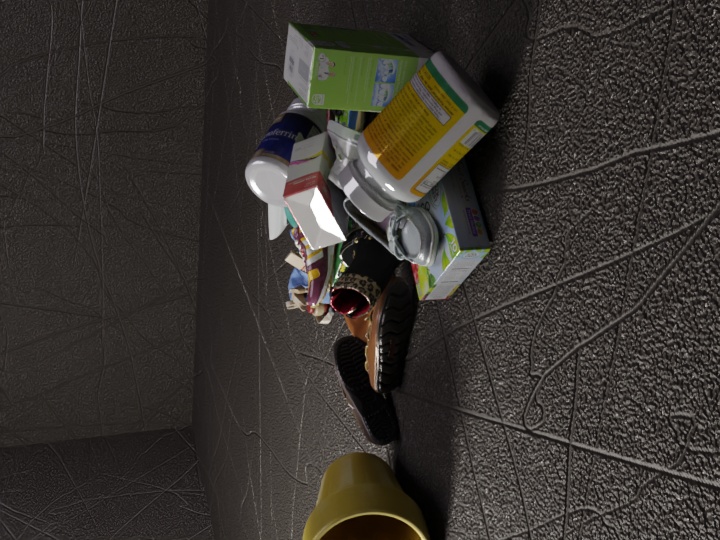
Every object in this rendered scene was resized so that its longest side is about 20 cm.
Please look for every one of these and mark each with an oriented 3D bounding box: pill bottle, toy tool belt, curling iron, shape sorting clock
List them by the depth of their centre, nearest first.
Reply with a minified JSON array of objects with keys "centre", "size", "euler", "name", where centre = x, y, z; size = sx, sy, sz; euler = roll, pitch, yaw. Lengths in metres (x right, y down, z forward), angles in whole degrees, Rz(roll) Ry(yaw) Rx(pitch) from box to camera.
[{"centre":[0.066,-0.159,0.888],"size":[0.200,0.112,0.114],"euler":[-44,43,21],"name":"pill bottle"},{"centre":[-0.055,-0.235,1.317],"size":[0.050,0.025,0.205],"euler":[-117,31,-65],"name":"curling iron"},{"centre":[-0.024,-0.253,1.327],"size":[0.200,0.038,0.206],"euler":[-179,90,-75],"name":"shape sorting clock"},{"centre":[-0.130,-0.229,1.358],"size":[0.203,0.114,0.116],"euler":[-66,4,-35],"name":"pill bottle"},{"centre":[-0.111,0.025,1.469],"size":[0.202,0.120,0.127],"euler":[112,149,-47],"name":"toy tool belt"}]

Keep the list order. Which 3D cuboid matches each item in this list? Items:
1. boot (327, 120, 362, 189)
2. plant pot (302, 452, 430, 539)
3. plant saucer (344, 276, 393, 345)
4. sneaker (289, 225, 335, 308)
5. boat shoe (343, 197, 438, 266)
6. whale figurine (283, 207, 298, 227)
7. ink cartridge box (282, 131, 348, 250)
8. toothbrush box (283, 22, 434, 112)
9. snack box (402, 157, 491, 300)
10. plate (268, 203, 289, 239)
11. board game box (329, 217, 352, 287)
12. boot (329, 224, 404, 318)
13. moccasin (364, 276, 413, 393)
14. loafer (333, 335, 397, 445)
[{"centre":[-0.029,-0.182,1.152],"size":[0.200,0.072,0.098],"euler":[-117,47,-74],"name":"boot"},{"centre":[0.005,0.398,1.130],"size":[0.190,0.195,0.206],"euler":[-102,17,-68],"name":"plant pot"},{"centre":[0.007,0.038,1.277],"size":[0.199,0.037,0.206],"euler":[177,90,-69],"name":"plant saucer"},{"centre":[-0.090,-0.037,1.300],"size":[0.075,0.088,0.205],"euler":[150,131,-77],"name":"sneaker"},{"centre":[0.042,-0.062,0.982],"size":[0.202,0.063,0.076],"euler":[-132,43,-53],"name":"boat shoe"},{"centre":[-0.107,-0.157,1.458],"size":[0.202,0.101,0.162],"euler":[-102,23,-56],"name":"whale figurine"},{"centre":[-0.067,-0.148,1.207],"size":[0.203,0.066,0.118],"euler":[-86,-26,-48],"name":"ink cartridge box"},{"centre":[0.000,-0.294,1.040],"size":[0.146,0.195,0.088],"euler":[-124,37,-53],"name":"toothbrush box"},{"centre":[0.105,-0.082,0.983],"size":[0.143,0.052,0.204],"euler":[123,140,-56],"name":"snack box"},{"centre":[-0.141,-0.191,1.513],"size":[0.202,0.032,0.202],"euler":[99,-166,-56],"name":"plate"},{"centre":[-0.036,-0.060,1.333],"size":[0.106,0.023,0.203],"euler":[114,163,-45],"name":"board game box"},{"centre":[0.000,0.000,1.112],"size":[0.198,0.073,0.152],"euler":[-11,37,54],"name":"boot"},{"centre":[0.041,0.099,1.156],"size":[0.078,0.072,0.205],"euler":[48,146,47],"name":"moccasin"},{"centre":[-0.002,0.213,1.242],"size":[0.071,0.071,0.204],"euler":[117,137,-59],"name":"loafer"}]
